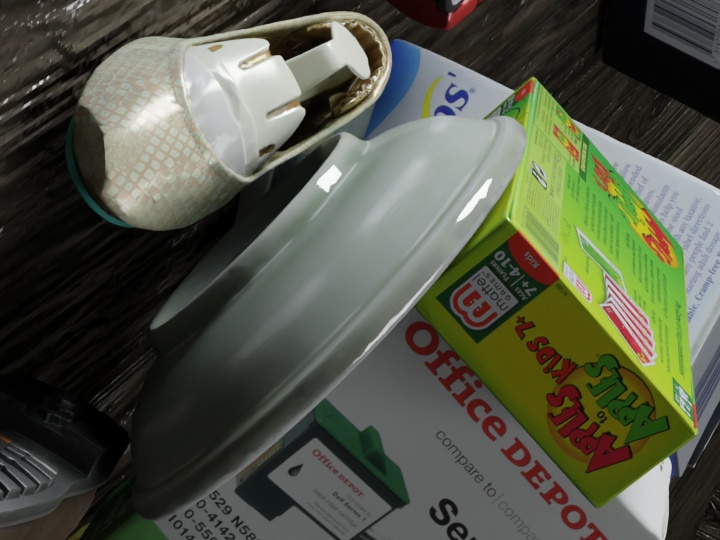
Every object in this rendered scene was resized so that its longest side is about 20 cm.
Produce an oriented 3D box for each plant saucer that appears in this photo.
[{"bbox_3d":[-0.026,0.003,0.771,0.200,0.050,0.200,-45,-172,8],"label":"plant saucer"}]

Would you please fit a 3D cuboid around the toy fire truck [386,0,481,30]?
[{"bbox_3d":[0.068,-0.210,0.873,0.141,0.049,0.201,-42,156,-32],"label":"toy fire truck"}]

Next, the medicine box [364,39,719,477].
[{"bbox_3d":[0.088,-0.001,1.031,0.103,0.199,0.182,-60,164,-10],"label":"medicine box"}]

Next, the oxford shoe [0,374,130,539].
[{"bbox_3d":[-0.143,0.088,0.715,0.085,0.072,0.200,-61,164,6],"label":"oxford shoe"}]

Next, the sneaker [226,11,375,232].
[{"bbox_3d":[0.000,0.000,0.909,0.084,0.120,0.201,-31,146,-59],"label":"sneaker"}]

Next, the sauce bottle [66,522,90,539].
[{"bbox_3d":[-0.107,0.139,0.921,0.200,0.066,0.066,-42,155,-53],"label":"sauce bottle"}]

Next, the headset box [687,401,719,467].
[{"bbox_3d":[0.107,0.038,1.153,0.149,0.199,0.075,-59,163,-10],"label":"headset box"}]

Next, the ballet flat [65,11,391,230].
[{"bbox_3d":[-0.041,-0.067,0.767,0.062,0.068,0.200,-26,-174,24],"label":"ballet flat"}]

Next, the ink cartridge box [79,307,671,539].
[{"bbox_3d":[0.006,0.098,0.843,0.200,0.146,0.084,-41,-174,18],"label":"ink cartridge box"}]

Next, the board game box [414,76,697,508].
[{"bbox_3d":[0.077,0.001,0.805,0.048,0.102,0.200,-39,-170,18],"label":"board game box"}]

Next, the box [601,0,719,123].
[{"bbox_3d":[0.248,-0.226,1.290,0.200,0.117,0.197,-53,162,-22],"label":"box"}]
